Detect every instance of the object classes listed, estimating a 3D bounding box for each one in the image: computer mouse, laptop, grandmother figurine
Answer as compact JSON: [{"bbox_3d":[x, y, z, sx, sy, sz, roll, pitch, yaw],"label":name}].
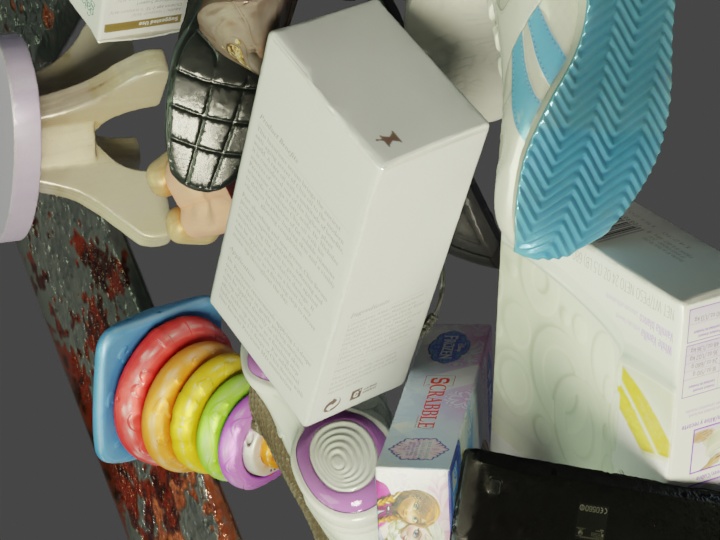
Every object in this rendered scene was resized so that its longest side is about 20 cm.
[{"bbox_3d":[0.019,-0.089,1.129,0.201,0.046,0.140,64,-174,-6],"label":"computer mouse"},{"bbox_3d":[0.087,0.194,0.989,0.103,0.176,0.202,-1,79,63],"label":"laptop"},{"bbox_3d":[-0.070,-0.062,1.334,0.199,0.060,0.122,-4,118,57],"label":"grandmother figurine"}]

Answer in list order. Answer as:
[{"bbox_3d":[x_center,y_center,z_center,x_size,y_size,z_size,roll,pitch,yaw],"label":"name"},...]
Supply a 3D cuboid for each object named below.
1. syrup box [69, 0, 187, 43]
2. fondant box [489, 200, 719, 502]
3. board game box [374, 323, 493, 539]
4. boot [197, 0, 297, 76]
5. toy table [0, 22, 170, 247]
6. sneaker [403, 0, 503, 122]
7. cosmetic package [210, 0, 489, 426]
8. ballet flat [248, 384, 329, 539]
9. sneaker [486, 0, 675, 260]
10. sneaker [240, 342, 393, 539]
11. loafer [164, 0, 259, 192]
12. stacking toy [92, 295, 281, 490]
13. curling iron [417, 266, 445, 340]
[{"bbox_3d":[-0.140,-0.254,1.341,0.079,0.081,0.201,54,144,36],"label":"syrup box"},{"bbox_3d":[0.129,0.072,1.040,0.144,0.058,0.202,36,133,50],"label":"fondant box"},{"bbox_3d":[0.046,0.157,1.119,0.200,0.041,0.202,-65,-26,-68],"label":"board game box"},{"bbox_3d":[-0.043,-0.186,1.096,0.187,0.064,0.202,96,-174,-77],"label":"boot"},{"bbox_3d":[-0.206,-0.099,1.462,0.200,0.116,0.186,147,114,-69],"label":"toy table"},{"bbox_3d":[0.047,-0.180,1.078,0.089,0.074,0.202,-93,-13,-68],"label":"sneaker"},{"bbox_3d":[-0.011,-0.026,1.061,0.102,0.071,0.201,51,146,27],"label":"cosmetic package"},{"bbox_3d":[-0.020,0.136,1.237,0.046,0.067,0.201,-42,60,23],"label":"ballet flat"},{"bbox_3d":[0.099,-0.105,0.983,0.081,0.076,0.202,18,98,58],"label":"sneaker"},{"bbox_3d":[-0.018,0.092,1.187,0.201,0.074,0.100,-107,-2,-46],"label":"sneaker"},{"bbox_3d":[-0.077,-0.147,1.268,0.072,0.072,0.202,-163,88,-80],"label":"loafer"},{"bbox_3d":[-0.082,0.104,1.399,0.199,0.116,0.111,23,120,39],"label":"stacking toy"},{"bbox_3d":[-0.006,-0.026,1.186,0.200,0.025,0.050,51,121,47],"label":"curling iron"}]
